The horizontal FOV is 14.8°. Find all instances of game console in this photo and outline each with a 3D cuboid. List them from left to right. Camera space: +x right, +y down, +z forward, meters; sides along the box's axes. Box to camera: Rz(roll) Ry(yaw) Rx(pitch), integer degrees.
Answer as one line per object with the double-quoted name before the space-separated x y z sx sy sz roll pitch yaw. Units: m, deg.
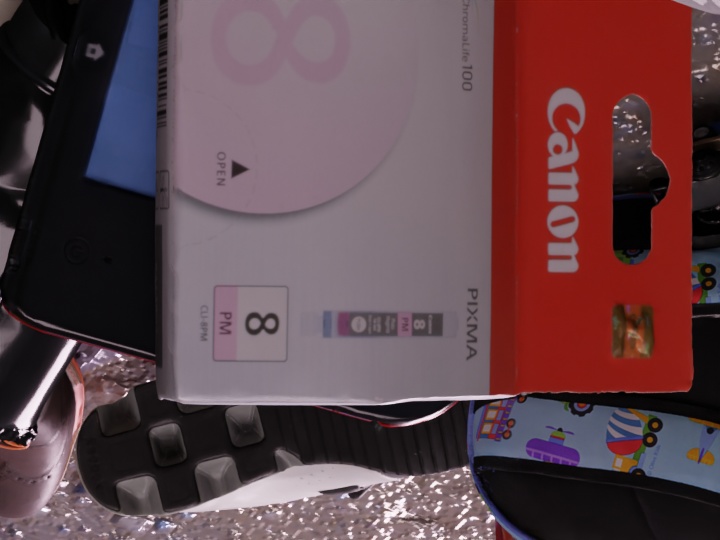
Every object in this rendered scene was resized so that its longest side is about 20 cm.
"game console" -0.021 -0.056 1.002 0.177 0.200 0.031 16 176 -17

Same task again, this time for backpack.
"backpack" 0.151 0.061 1.124 0.200 0.183 0.135 4 157 18

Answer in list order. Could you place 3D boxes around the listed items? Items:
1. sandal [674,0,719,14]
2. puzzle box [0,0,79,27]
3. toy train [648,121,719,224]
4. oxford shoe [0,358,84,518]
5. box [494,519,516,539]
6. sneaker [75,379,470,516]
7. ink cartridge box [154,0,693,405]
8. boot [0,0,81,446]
"sandal" 0.093 -0.139 0.948 0.207 0.059 0.079 14 111 7
"puzzle box" -0.100 -0.093 1.064 0.200 0.025 0.133 30 130 -28
"toy train" 0.209 -0.061 1.079 0.200 0.046 0.034 -15 129 13
"oxford shoe" -0.158 0.052 1.189 0.071 0.073 0.200 1 138 0
"box" 0.169 0.146 1.268 0.200 0.100 0.095 15 136 -16
"sneaker" -0.019 0.064 1.210 0.200 0.074 0.089 -9 171 5
"ink cartridge box" 0.028 -0.034 0.978 0.200 0.163 0.057 0 180 -9
"boot" -0.100 0.000 1.062 0.198 0.073 0.162 31 110 -21
